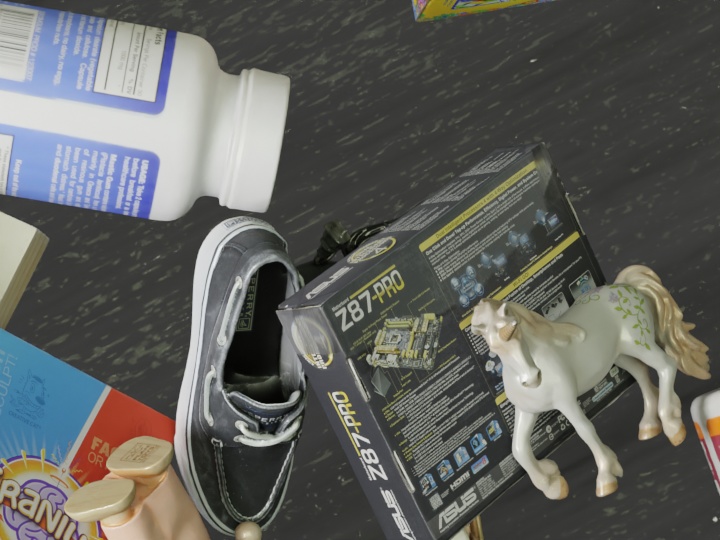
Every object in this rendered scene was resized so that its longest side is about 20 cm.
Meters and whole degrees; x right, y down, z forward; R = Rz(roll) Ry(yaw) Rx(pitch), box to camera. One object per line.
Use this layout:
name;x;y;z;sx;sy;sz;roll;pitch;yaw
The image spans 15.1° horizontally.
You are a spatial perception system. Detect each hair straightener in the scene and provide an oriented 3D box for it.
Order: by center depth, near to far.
hair straightener;0.000;0.000;1.614;0.200;0.077;0.041;-18;63;-7

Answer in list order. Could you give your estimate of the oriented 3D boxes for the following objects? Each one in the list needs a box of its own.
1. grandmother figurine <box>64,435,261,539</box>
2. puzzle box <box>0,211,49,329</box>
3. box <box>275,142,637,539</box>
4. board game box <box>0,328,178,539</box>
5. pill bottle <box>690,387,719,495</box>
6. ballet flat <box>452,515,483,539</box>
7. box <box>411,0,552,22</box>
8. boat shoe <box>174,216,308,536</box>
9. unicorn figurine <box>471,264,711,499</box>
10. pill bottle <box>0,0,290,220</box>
grandmother figurine;-0.093;0.191;1.563;0.121;0.061;0.200;-40;119;-31
puzzle box;-0.283;0.042;1.583;0.133;0.025;0.200;24;82;18
box;0.063;0.042;1.571;0.200;0.049;0.161;-37;110;-35
board game box;-0.192;0.150;1.534;0.153;0.040;0.200;31;62;-38
pill bottle;0.278;0.153;1.614;0.109;0.110;0.200;-19;87;-8
ballet flat;0.045;0.123;1.615;0.069;0.063;0.200;-13;86;-8
box;0.115;-0.270;1.632;0.192;0.122;0.200;-9;85;-7
boat shoe;-0.061;0.072;1.568;0.072;0.068;0.200;-4;114;-23
unicorn figurine;0.122;0.057;1.550;0.074;0.200;0.138;-13;106;34
pill bottle;-0.146;-0.090;1.591;0.200;0.112;0.112;10;83;-6
